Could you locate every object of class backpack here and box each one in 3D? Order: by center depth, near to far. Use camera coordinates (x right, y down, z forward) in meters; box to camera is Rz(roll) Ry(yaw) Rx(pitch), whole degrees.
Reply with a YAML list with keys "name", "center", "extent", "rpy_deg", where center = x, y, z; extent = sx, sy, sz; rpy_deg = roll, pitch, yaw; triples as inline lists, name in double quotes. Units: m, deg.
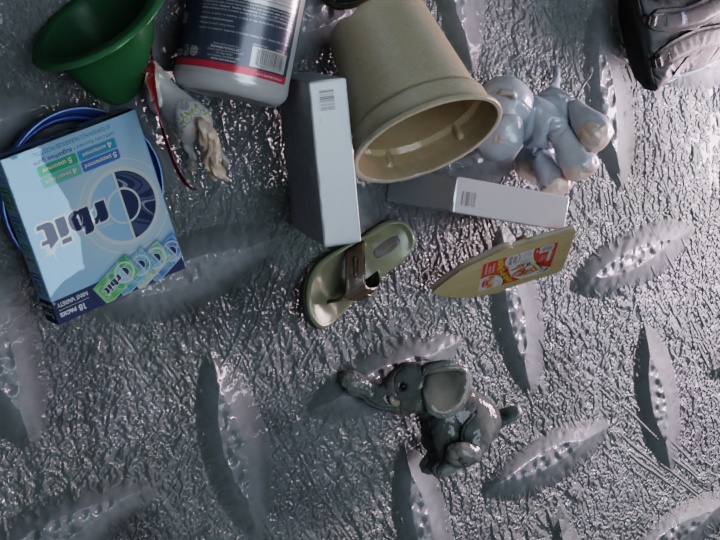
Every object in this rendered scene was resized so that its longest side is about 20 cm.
- name: "backpack"
  center: [0.491, -0.376, 2.026]
  extent: [0.200, 0.154, 0.163]
  rpy_deg: [-19, 108, -7]

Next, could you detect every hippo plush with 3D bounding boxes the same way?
- name: "hippo plush"
  center: [0.245, -0.209, 1.863]
  extent: [0.161, 0.159, 0.200]
  rpy_deg: [15, 90, -36]

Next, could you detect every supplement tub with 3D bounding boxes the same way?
- name: "supplement tub"
  center: [-0.139, -0.304, 1.597]
  extent: [0.140, 0.140, 0.200]
  rpy_deg: [10, 92, -35]

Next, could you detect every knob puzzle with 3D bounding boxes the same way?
- name: "knob puzzle"
  center: [0.192, -0.010, 1.871]
  extent: [0.219, 0.220, 0.030]
  rpy_deg: [-6, 69, -33]

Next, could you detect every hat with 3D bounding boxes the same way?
- name: "hat"
  center: [-0.259, -0.211, 1.524]
  extent: [0.176, 0.166, 0.200]
  rpy_deg: [60, 36, -37]

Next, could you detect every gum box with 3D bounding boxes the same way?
- name: "gum box"
  center: [-0.308, -0.063, 1.534]
  extent: [0.170, 0.045, 0.200]
  rpy_deg: [-27, 111, -28]

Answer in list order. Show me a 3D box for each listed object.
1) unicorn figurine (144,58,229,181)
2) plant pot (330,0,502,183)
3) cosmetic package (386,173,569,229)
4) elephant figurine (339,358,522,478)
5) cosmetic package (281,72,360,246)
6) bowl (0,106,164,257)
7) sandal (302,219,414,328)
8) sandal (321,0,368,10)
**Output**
- name: "unicorn figurine"
  center: [-0.225, -0.189, 1.576]
  extent: [0.074, 0.200, 0.137]
  rpy_deg: [-52, 149, -22]
- name: "plant pot"
  center: [0.052, -0.239, 1.697]
  extent: [0.200, 0.200, 0.184]
  rpy_deg: [-10, 67, -33]
- name: "cosmetic package"
  center: [0.160, -0.097, 1.830]
  extent: [0.200, 0.151, 0.052]
  rpy_deg: [7, 91, -35]
- name: "elephant figurine"
  center: [0.097, 0.175, 1.857]
  extent: [0.200, 0.141, 0.155]
  rpy_deg: [58, 36, -10]
- name: "cosmetic package"
  center: [-0.053, -0.141, 1.667]
  extent: [0.052, 0.151, 0.200]
  rpy_deg: [-10, 104, -18]
- name: "bowl"
  center: [-0.328, -0.091, 1.567]
  extent: [0.200, 0.039, 0.201]
  rpy_deg: [-7, 102, -34]
- name: "sandal"
  center: [0.000, -0.001, 1.784]
  extent: [0.201, 0.057, 0.080]
  rpy_deg: [-41, 118, -22]
- name: "sandal"
  center: [0.036, -0.381, 1.757]
  extent: [0.201, 0.057, 0.080]
  rpy_deg: [-13, 74, -15]
